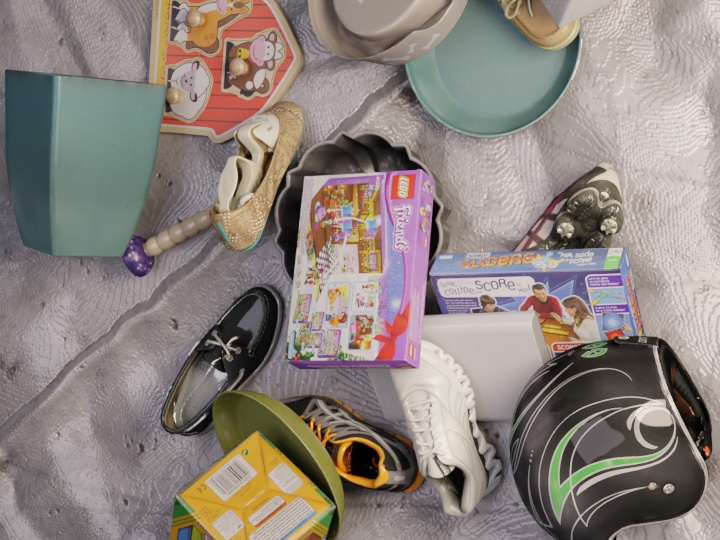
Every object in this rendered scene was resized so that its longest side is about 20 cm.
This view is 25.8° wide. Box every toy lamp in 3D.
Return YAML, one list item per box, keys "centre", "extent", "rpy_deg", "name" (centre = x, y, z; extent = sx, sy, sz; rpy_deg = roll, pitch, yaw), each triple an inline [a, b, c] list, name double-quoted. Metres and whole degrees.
- centre: [-0.183, -0.057, 1.792]
  extent: [0.199, 0.058, 0.059]
  rpy_deg: [-24, 79, 22]
  name: "toy lamp"

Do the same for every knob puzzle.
- centre: [-0.159, -0.245, 1.798]
  extent: [0.218, 0.030, 0.222]
  rpy_deg: [-1, 89, 24]
  name: "knob puzzle"

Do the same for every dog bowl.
- centre: [0.036, -0.309, 1.662]
  extent: [0.199, 0.058, 0.202]
  rpy_deg: [-16, 66, 38]
  name: "dog bowl"

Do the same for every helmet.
- centre: [0.236, 0.172, 1.524]
  extent: [0.190, 0.200, 0.201]
  rpy_deg: [-26, 79, 19]
  name: "helmet"

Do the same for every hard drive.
- centre: [0.102, 0.102, 1.634]
  extent: [0.198, 0.027, 0.133]
  rpy_deg: [-3, 127, 26]
  name: "hard drive"

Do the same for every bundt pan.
- centre: [0.010, -0.047, 1.691]
  extent: [0.200, 0.076, 0.204]
  rpy_deg: [-1, 88, 24]
  name: "bundt pan"

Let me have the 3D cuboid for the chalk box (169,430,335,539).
- centre: [-0.122, 0.294, 1.693]
  extent: [0.124, 0.125, 0.201]
  rpy_deg: [41, 148, 20]
  name: "chalk box"

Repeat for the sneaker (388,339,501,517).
- centre: [0.081, 0.161, 1.612]
  extent: [0.075, 0.081, 0.201]
  rpy_deg: [-16, 110, 34]
  name: "sneaker"

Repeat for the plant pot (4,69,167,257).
- centre: [-0.319, -0.120, 1.791]
  extent: [0.141, 0.140, 0.202]
  rpy_deg: [13, 100, 53]
  name: "plant pot"

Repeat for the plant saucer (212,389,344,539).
- centre: [-0.083, 0.206, 1.702]
  extent: [0.199, 0.031, 0.201]
  rpy_deg: [35, 145, 28]
  name: "plant saucer"

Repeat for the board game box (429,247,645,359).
- centre: [0.181, 0.043, 1.592]
  extent: [0.198, 0.035, 0.136]
  rpy_deg: [-1, 128, 23]
  name: "board game box"

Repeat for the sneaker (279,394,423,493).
- centre: [-0.028, 0.187, 1.706]
  extent: [0.199, 0.077, 0.079]
  rpy_deg: [15, 97, 25]
  name: "sneaker"

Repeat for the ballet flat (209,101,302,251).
- centre: [-0.114, -0.117, 1.706]
  extent: [0.070, 0.065, 0.201]
  rpy_deg: [-7, 54, 32]
  name: "ballet flat"

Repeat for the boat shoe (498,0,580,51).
- centre: [0.153, -0.312, 1.598]
  extent: [0.073, 0.063, 0.201]
  rpy_deg: [-35, 76, 19]
  name: "boat shoe"

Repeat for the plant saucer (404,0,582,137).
- centre: [0.142, -0.239, 1.656]
  extent: [0.198, 0.036, 0.202]
  rpy_deg: [-1, 88, 25]
  name: "plant saucer"

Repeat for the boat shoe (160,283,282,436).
- centre: [-0.157, 0.105, 1.775]
  extent: [0.075, 0.060, 0.201]
  rpy_deg: [33, 102, 22]
  name: "boat shoe"

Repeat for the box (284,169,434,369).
- centre: [0.000, 0.000, 1.606]
  extent: [0.136, 0.039, 0.202]
  rpy_deg: [-2, 73, 25]
  name: "box"

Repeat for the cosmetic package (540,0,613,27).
- centre: [0.232, -0.380, 1.525]
  extent: [0.198, 0.123, 0.201]
  rpy_deg: [-27, 77, -13]
  name: "cosmetic package"

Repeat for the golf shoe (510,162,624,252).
- centre: [0.203, -0.026, 1.611]
  extent: [0.077, 0.088, 0.200]
  rpy_deg: [35, 128, -11]
  name: "golf shoe"
